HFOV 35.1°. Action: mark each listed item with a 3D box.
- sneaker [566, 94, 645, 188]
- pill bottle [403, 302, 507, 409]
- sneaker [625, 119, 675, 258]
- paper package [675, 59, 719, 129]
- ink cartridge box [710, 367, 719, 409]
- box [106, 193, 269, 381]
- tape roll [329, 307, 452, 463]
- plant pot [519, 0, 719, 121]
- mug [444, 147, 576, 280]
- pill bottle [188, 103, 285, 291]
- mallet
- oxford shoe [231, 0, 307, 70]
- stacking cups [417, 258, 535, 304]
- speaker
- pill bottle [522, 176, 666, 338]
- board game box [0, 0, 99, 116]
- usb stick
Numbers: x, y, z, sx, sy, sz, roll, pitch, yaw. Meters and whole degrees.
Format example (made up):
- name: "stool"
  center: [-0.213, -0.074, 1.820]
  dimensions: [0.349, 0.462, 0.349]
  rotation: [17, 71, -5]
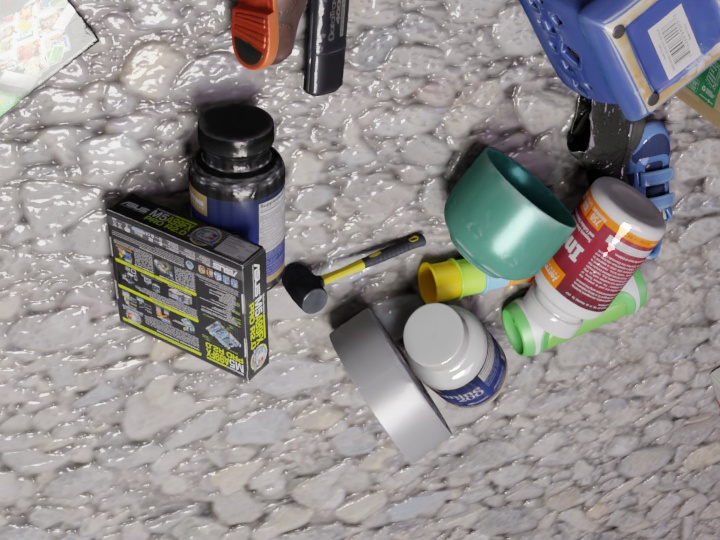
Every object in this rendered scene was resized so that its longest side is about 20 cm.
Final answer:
- name: "sneaker"
  center: [0.308, -0.154, 1.494]
  dimensions: [0.102, 0.060, 0.203]
  rotation: [0, 118, -25]
- name: "pill bottle"
  center: [0.124, 0.112, 1.517]
  dimensions: [0.110, 0.112, 0.200]
  rotation: [-38, 153, 5]
- name: "sneaker"
  center: [0.394, -0.108, 1.550]
  dimensions: [0.073, 0.083, 0.203]
  rotation: [-12, 125, -15]
- name: "paper package"
  center: [0.525, -0.234, 1.443]
  dimensions: [0.187, 0.201, 0.105]
  rotation: [-4, 126, -23]
- name: "ink cartridge box"
  center: [0.672, 0.254, 1.861]
  dimensions: [0.082, 0.201, 0.148]
  rotation: [-30, 131, -2]
- name: "box"
  center: [-0.195, 0.018, 1.292]
  dimensions: [0.044, 0.197, 0.163]
  rotation: [-41, 143, -44]
- name: "tape roll"
  center: [0.039, 0.148, 1.485]
  dimensions: [0.066, 0.201, 0.201]
  rotation: [-34, 131, 1]
- name: "plant pot"
  center: [0.315, -0.306, 1.307]
  dimensions: [0.199, 0.180, 0.200]
  rotation: [-38, 130, 3]
- name: "mug"
  center: [0.190, -0.056, 1.443]
  dimensions: [0.183, 0.153, 0.115]
  rotation: [25, 114, -37]
- name: "pill bottle"
  center: [-0.140, -0.080, 1.295]
  dimensions: [0.110, 0.112, 0.203]
  rotation: [-11, 127, -18]
- name: "mallet"
  center: [0.000, 0.000, 1.449]
  dimensions: [0.197, 0.066, 0.042]
  rotation: [-18, 131, -14]
- name: "oxford shoe"
  center: [-0.090, -0.316, 1.194]
  dimensions: [0.072, 0.070, 0.203]
  rotation: [-24, 133, -50]
- name: "stacking cups"
  center: [0.177, 0.000, 1.540]
  dimensions: [0.197, 0.061, 0.061]
  rotation: [-12, 128, -20]
- name: "speaker"
  center: [0.304, 0.051, 1.618]
  dimensions: [0.197, 0.089, 0.090]
  rotation: [-22, 130, -10]
- name: "pill bottle"
  center: [0.299, -0.012, 1.486]
  dimensions: [0.111, 0.114, 0.202]
  rotation: [12, 124, -31]
- name: "board game box"
  center: [-0.373, -0.213, 1.147]
  dimensions: [0.199, 0.024, 0.105]
  rotation: [-36, 133, 1]
- name: "usb stick"
  center: [-0.035, -0.287, 1.244]
  dimensions: [0.055, 0.032, 0.203]
  rotation: [-25, 134, -37]
